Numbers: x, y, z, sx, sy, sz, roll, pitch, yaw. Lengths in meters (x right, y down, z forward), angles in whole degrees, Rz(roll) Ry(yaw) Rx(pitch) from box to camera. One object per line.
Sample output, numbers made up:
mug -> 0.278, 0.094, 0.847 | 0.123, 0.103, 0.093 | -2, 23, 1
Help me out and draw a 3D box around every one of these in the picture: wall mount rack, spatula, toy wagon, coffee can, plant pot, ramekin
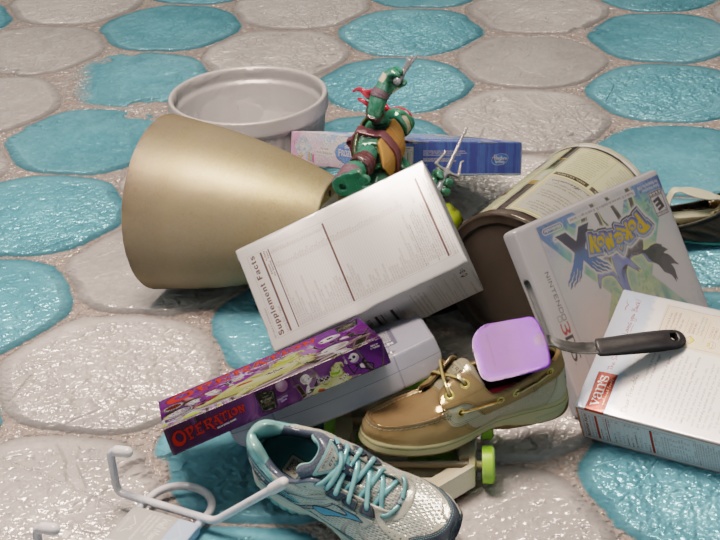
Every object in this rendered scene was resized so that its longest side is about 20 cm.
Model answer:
wall mount rack -> -0.158, 0.210, 1.256 | 0.172, 0.075, 0.200 | 10, 31, 22
spatula -> 0.193, 0.064, 1.357 | 0.198, 0.021, 0.057 | -2, 54, -19
toy wagon -> 0.043, 0.144, 1.404 | 0.153, 0.040, 0.200 | 0, 27, 4
coffee can -> 0.198, -0.028, 1.602 | 0.145, 0.148, 0.200 | 15, 32, 30
plant pot -> -0.120, -0.061, 1.643 | 0.198, 0.189, 0.187 | 8, 29, 21
ramekin -> -0.136, -0.172, 1.952 | 0.198, 0.106, 0.201 | -2, 28, 1

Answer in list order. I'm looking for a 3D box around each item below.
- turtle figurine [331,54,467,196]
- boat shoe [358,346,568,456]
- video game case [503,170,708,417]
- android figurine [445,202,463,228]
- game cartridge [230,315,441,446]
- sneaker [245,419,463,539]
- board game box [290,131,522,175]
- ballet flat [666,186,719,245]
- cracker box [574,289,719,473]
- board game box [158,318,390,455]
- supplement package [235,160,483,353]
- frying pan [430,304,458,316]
turtle figurine -> 0.034, -0.126, 1.646 | 0.100, 0.150, 0.201 | -17, 33, 39
boat shoe -> 0.089, 0.106, 1.355 | 0.198, 0.067, 0.074 | -14, 29, -23
video game case -> 0.244, 0.018, 1.492 | 0.199, 0.184, 0.022 | -23, 1, -34
android figurine -> 0.014, -0.005, 1.634 | 0.200, 0.041, 0.181 | -41, 26, -31
game cartridge -> -0.026, 0.100, 1.413 | 0.198, 0.041, 0.133 | -22, 7, -1
sneaker -> -0.013, 0.176, 1.268 | 0.198, 0.087, 0.078 | 15, 63, 27
board game box -> 0.052, -0.138, 1.836 | 0.198, 0.044, 0.198 | -2, 7, -33
ballet flat -> 0.329, -0.060, 1.737 | 0.198, 0.069, 0.068 | -7, 29, -8
cracker box -> 0.306, 0.104, 1.386 | 0.198, 0.058, 0.135 | 14, 59, 27
board game box -> -0.078, 0.098, 1.357 | 0.198, 0.033, 0.120 | -23, 5, -7
supplement package -> 0.000, 0.000, 1.493 | 0.199, 0.110, 0.115 | -25, 71, 6
frying pan -> 0.083, 0.000, 1.681 | 0.114, 0.031, 0.190 | 4, 28, 17
